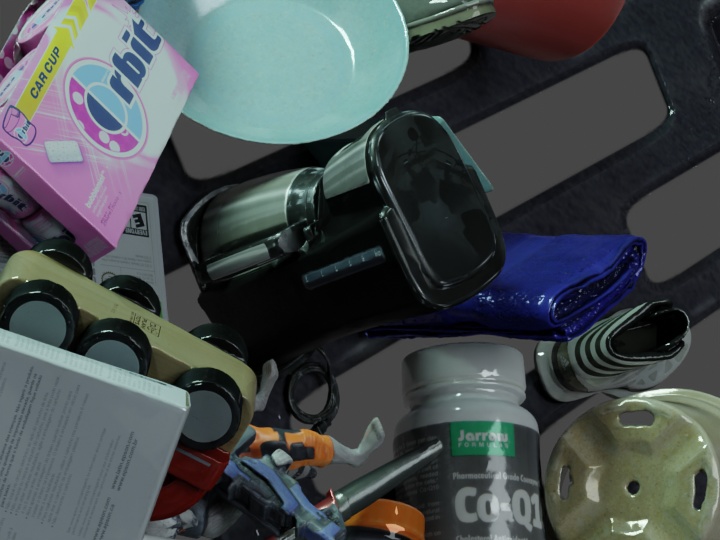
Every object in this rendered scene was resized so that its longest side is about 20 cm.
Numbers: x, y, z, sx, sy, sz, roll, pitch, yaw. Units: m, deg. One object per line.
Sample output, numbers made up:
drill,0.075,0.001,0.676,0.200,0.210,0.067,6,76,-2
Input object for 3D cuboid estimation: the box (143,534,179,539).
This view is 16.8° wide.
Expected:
box,-0.076,0.268,1.560,0.199,0.106,0.153,12,64,-15

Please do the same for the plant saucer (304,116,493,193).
plant saucer,0.021,-0.081,1.799,0.019,0.200,0.070,-47,113,-21

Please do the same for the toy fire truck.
toy fire truck,-0.181,0.112,1.510,0.175,0.201,0.129,28,19,-11

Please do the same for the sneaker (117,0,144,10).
sneaker,-0.152,-0.256,1.746,0.066,0.078,0.201,41,43,-28

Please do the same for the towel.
towel,0.102,0.014,1.847,0.147,0.199,0.050,-30,116,-48

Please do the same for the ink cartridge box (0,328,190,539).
ink cartridge box,-0.225,0.134,1.440,0.199,0.041,0.201,19,101,-10

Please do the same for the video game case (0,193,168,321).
video game case,-0.206,0.027,1.628,0.199,0.022,0.183,8,70,-47

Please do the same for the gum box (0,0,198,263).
gum box,-0.194,-0.096,1.624,0.113,0.066,0.201,44,39,-22

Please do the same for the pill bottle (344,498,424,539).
pill bottle,0.004,0.263,1.710,0.106,0.106,0.201,28,56,-39

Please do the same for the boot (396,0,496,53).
boot,0.001,-0.261,1.855,0.072,0.181,0.202,-3,81,-67

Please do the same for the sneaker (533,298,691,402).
sneaker,0.246,0.064,2.045,0.200,0.115,0.076,-12,85,-50

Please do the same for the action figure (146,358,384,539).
action figure,-0.074,0.143,1.628,0.193,0.105,0.200,-23,52,-41

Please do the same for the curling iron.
curling iron,-0.026,0.166,1.698,0.199,0.050,0.026,-30,109,-18

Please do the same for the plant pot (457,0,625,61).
plant pot,0.095,-0.270,1.957,0.176,0.200,0.202,0,76,-38

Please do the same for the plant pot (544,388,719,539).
plant pot,0.221,0.175,1.865,0.183,0.199,0.202,36,46,-69

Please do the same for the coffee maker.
coffee maker,0.000,0.000,1.730,0.192,0.199,0.135,50,46,-23

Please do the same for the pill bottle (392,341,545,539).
pill bottle,0.081,0.163,1.827,0.113,0.113,0.202,15,65,-44

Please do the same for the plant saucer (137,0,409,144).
plant saucer,-0.065,-0.160,1.782,0.199,0.039,0.202,4,55,-5
